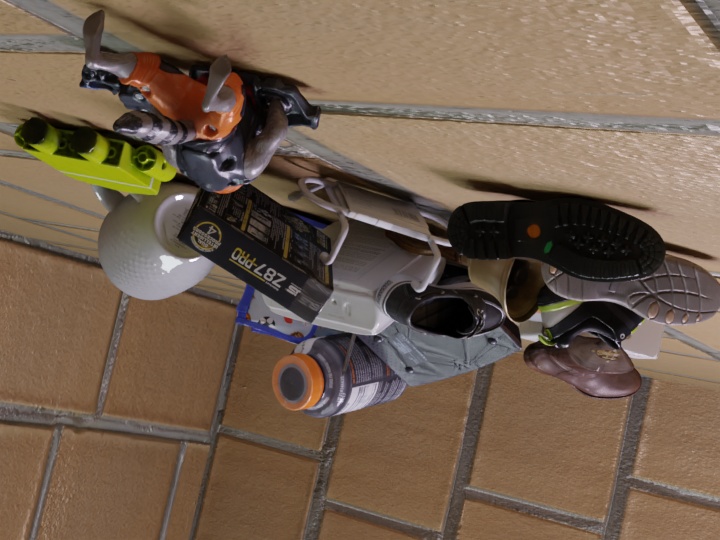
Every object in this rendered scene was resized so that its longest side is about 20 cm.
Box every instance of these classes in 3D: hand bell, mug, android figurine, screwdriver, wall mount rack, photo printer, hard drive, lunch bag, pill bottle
[{"bbox_3d":[0.111,-0.018,1.316,0.199,0.105,0.104,19,179,36],"label":"hand bell"},{"bbox_3d":[-0.271,-0.062,1.509,0.200,0.148,0.175,45,156,-13],"label":"mug"},{"bbox_3d":[-0.301,-0.129,1.325,0.181,0.041,0.200,11,173,16],"label":"android figurine"},{"bbox_3d":[0.001,0.040,1.496,0.029,0.201,0.028,8,165,47],"label":"screwdriver"},{"bbox_3d":[0.004,-0.053,1.266,0.199,0.075,0.174,17,-155,-25],"label":"wall mount rack"},{"bbox_3d":[0.000,0.000,1.401,0.165,0.070,0.200,11,-152,28],"label":"photo printer"},{"bbox_3d":[0.098,0.076,1.476,0.135,0.042,0.199,44,137,-21],"label":"hard drive"},{"bbox_3d":[-0.084,0.016,1.596,0.123,0.171,0.200,14,174,33],"label":"lunch bag"},{"bbox_3d":[-0.028,0.137,1.546,0.106,0.107,0.199,8,-172,37],"label":"pill bottle"}]

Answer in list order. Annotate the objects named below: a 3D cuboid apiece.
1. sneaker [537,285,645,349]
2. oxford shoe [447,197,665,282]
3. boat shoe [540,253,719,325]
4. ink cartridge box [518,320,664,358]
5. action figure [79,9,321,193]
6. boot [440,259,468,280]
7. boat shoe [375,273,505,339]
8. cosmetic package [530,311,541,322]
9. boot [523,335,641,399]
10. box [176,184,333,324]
[{"bbox_3d":[0.287,0.045,1.287,0.198,0.084,0.072,-9,179,-10],"label":"sneaker"},{"bbox_3d":[0.189,-0.037,1.082,0.199,0.073,0.084,12,-169,22],"label":"oxford shoe"},{"bbox_3d":[0.283,0.001,1.211,0.199,0.076,0.072,16,-159,-8],"label":"boat shoe"},{"bbox_3d":[0.330,0.072,1.662,0.143,0.084,0.200,14,174,-10],"label":"ink cartridge box"},{"bbox_3d":[-0.142,-0.112,0.855,0.198,0.105,0.194,9,164,18],"label":"action figure"},{"bbox_3d":[0.133,0.056,1.552,0.073,0.155,0.203,3,-179,-24],"label":"boot"},{"bbox_3d":[0.106,0.049,1.310,0.199,0.070,0.066,17,-163,-44],"label":"boat shoe"},{"bbox_3d":[0.239,0.024,1.468,0.101,0.072,0.200,10,174,23],"label":"cosmetic package"},{"bbox_3d":[0.330,0.128,1.543,0.185,0.065,0.200,13,168,-11],"label":"boot"},{"bbox_3d":[-0.105,-0.034,1.217,0.161,0.049,0.200,31,-167,-12],"label":"box"}]
